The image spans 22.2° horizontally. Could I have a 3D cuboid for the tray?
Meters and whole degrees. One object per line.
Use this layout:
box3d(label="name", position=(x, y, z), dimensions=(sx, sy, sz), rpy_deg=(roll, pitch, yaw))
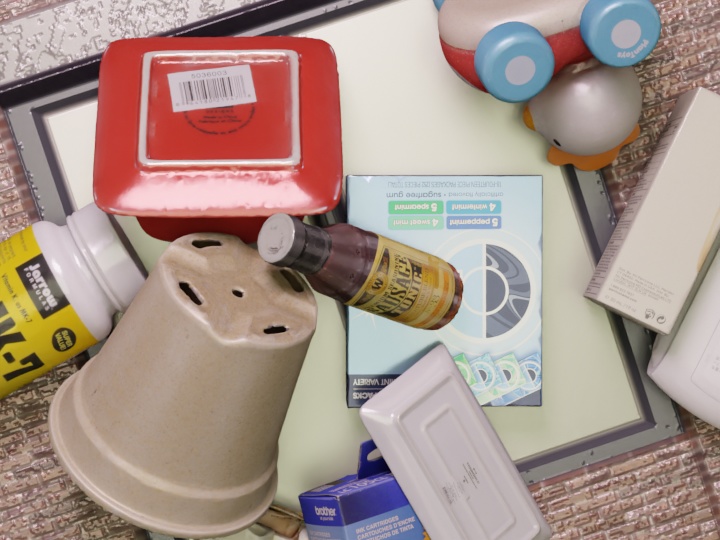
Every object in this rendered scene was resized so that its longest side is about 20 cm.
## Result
box3d(label="tray", position=(0.086, 0.171, 1.537), dimensions=(0.107, 0.022, 0.200), rpy_deg=(-36, 103, -29))

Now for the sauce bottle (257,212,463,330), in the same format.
box3d(label="sauce bottle", position=(0.000, 0.000, 1.474), dimensions=(0.200, 0.066, 0.066), rpy_deg=(17, 92, -45))

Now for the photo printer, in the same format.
box3d(label="photo printer", position=(0.353, 0.046, 1.590), dimensions=(0.166, 0.069, 0.200), rpy_deg=(25, 91, -3))

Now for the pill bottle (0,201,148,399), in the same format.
box3d(label="pill bottle", position=(-0.280, 0.030, 1.534), dimensions=(0.200, 0.114, 0.114), rpy_deg=(-31, 94, -1))

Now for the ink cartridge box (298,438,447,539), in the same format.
box3d(label="ink cartridge box", position=(0.033, 0.237, 1.555), dimensions=(0.136, 0.076, 0.200), rpy_deg=(-15, 92, -30))

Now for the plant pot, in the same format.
box3d(label="plant pot", position=(-0.127, 0.080, 1.467), dimensions=(0.200, 0.201, 0.184), rpy_deg=(26, 123, -4))

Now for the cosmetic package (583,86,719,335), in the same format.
box3d(label="cosmetic package", position=(0.268, -0.050, 1.564), dimensions=(0.071, 0.105, 0.200), rpy_deg=(26, 92, 0))

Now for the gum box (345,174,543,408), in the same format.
box3d(label="gum box", position=(0.071, 0.017, 1.587), dimensions=(0.169, 0.045, 0.201), rpy_deg=(-1, 92, -2))

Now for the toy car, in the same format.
box3d(label="toy car", position=(0.167, -0.159, 1.547), dimensions=(0.177, 0.184, 0.200), rpy_deg=(-19, 122, -2))

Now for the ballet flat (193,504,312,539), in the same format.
box3d(label="ballet flat", position=(-0.074, 0.233, 1.578), dimensions=(0.200, 0.071, 0.071), rpy_deg=(23, 91, -4))

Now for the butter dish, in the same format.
box3d(label="butter dish", position=(-0.116, -0.088, 1.530), dimensions=(0.199, 0.148, 0.200), rpy_deg=(-1, 52, -2))
